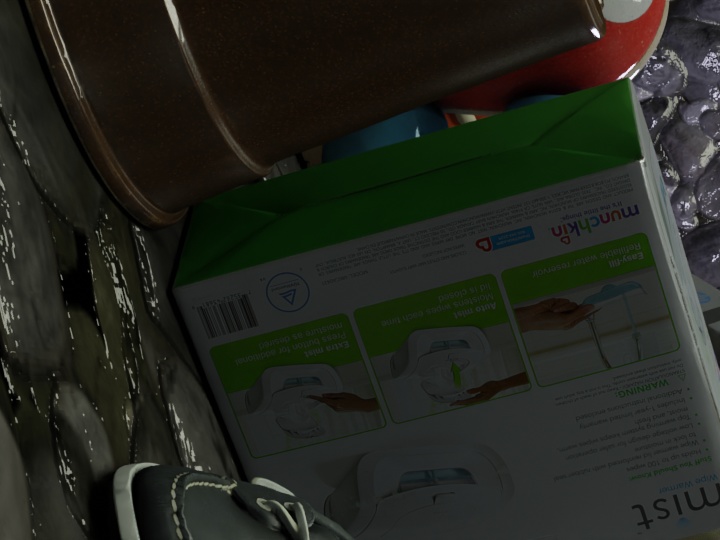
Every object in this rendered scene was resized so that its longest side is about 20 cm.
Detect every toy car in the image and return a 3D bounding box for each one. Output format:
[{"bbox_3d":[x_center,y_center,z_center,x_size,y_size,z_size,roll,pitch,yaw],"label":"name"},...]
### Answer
[{"bbox_3d":[0.038,-0.151,1.116,0.200,0.177,0.184,39,56,-63],"label":"toy car"}]

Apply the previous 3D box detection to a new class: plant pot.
[{"bbox_3d":[-0.015,-0.137,0.965,0.200,0.198,0.200,-15,90,-80],"label":"plant pot"}]

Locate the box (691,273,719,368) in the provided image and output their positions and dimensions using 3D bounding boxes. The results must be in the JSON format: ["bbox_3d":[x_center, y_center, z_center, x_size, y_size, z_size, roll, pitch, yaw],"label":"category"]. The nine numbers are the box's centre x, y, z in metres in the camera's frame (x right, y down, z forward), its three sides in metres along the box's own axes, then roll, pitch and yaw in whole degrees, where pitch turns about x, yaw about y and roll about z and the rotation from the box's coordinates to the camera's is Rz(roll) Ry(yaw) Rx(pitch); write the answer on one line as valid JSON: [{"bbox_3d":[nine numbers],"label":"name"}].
[{"bbox_3d":[0.176,0.075,1.426,0.200,0.041,0.156,37,-47,48],"label":"box"}]

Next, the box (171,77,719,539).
[{"bbox_3d":[0.046,0.038,1.026,0.097,0.200,0.177,-83,155,-63],"label":"box"}]

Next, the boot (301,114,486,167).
[{"bbox_3d":[0.032,-0.058,1.345,0.200,0.107,0.075,66,10,-48],"label":"boot"}]

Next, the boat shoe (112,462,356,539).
[{"bbox_3d":[-0.034,0.108,0.889,0.200,0.060,0.076,45,31,-69],"label":"boat shoe"}]

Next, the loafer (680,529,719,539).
[{"bbox_3d":[0.137,0.111,1.301,0.200,0.068,0.076,43,7,10],"label":"loafer"}]
